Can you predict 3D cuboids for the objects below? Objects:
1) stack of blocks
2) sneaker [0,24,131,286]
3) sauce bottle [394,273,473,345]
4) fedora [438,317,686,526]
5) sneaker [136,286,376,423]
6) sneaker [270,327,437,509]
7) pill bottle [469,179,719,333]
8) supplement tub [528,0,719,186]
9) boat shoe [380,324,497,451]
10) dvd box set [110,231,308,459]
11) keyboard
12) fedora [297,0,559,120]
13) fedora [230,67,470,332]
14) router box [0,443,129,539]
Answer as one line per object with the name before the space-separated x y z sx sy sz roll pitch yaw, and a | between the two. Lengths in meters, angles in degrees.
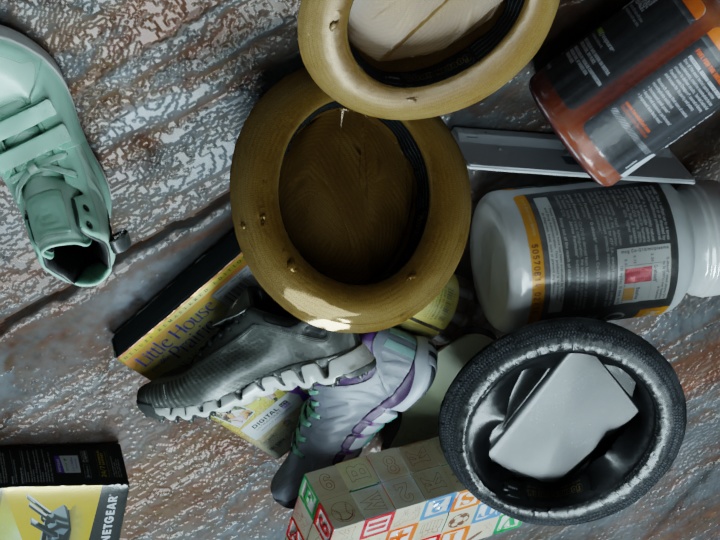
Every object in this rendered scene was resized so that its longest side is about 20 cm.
stack of blocks | 0.043 0.199 1.617 0.200 0.059 0.115 -13 143 -25
sneaker | -0.225 -0.077 1.366 0.074 0.118 0.201 -26 131 6
sauce bottle | 0.000 0.000 1.545 0.200 0.065 0.065 25 117 -34
fedora | 0.160 0.104 1.547 0.200 0.092 0.201 3 119 6
sneaker | -0.090 0.060 1.523 0.200 0.066 0.091 -15 98 19
sneaker | -0.028 0.109 1.588 0.087 0.074 0.200 32 116 -23
pill bottle | 0.197 -0.016 1.565 0.199 0.116 0.117 -6 130 -14
supplement tub | 0.233 -0.159 1.464 0.200 0.107 0.107 -36 131 13
boat shoe | 0.068 0.116 1.658 0.071 0.063 0.200 23 126 -1
dvd box set | -0.084 0.065 1.592 0.146 0.029 0.200 -40 131 17
keyboard | 0.166 -0.089 1.533 0.199 0.056 0.011 2 127 -21
fedora | 0.044 -0.203 1.376 0.200 0.082 0.201 -10 131 -12
fedora | -0.016 -0.050 1.441 0.200 0.201 0.082 3 169 -21
router box | -0.289 0.237 1.651 0.157 0.052 0.200 0 128 -19
